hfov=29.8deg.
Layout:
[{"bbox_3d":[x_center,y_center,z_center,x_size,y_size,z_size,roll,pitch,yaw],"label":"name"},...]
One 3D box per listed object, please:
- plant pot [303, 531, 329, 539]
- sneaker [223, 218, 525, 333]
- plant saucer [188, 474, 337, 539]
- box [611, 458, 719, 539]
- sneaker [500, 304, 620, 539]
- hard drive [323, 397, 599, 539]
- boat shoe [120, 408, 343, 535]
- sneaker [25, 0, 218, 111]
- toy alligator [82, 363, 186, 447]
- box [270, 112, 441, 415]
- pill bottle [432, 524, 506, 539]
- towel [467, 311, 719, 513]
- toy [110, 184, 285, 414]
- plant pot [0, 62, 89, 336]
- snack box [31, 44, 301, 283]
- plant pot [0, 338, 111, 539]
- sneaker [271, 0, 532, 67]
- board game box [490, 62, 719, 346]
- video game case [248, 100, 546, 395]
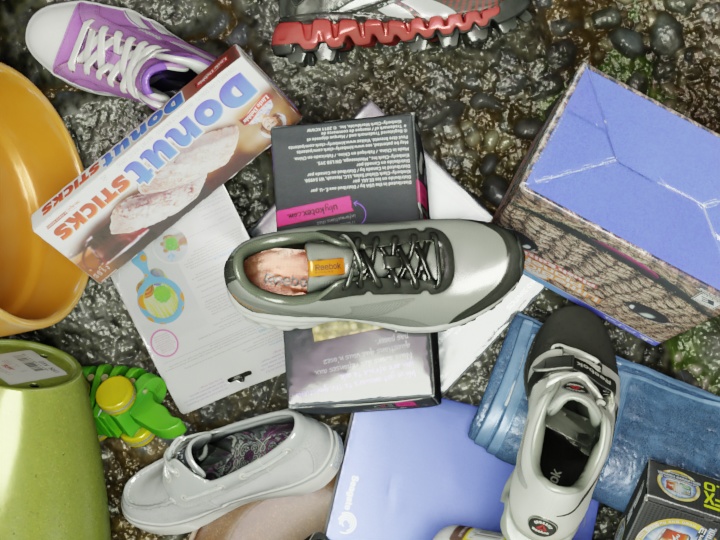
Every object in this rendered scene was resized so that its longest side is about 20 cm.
[{"bbox_3d":[-0.066,0.347,0.971,0.177,0.200,0.200,-33,99,27],"label":"plant pot"},{"bbox_3d":[0.007,0.003,0.877,0.199,0.079,0.074,-5,80,4],"label":"sneaker"},{"bbox_3d":[-0.040,0.246,1.071,0.200,0.037,0.201,0,93,5],"label":"plant saucer"},{"bbox_3d":[0.254,0.247,0.998,0.160,0.044,0.200,18,123,3],"label":"box"},{"bbox_3d":[0.150,0.094,0.942,0.074,0.089,0.200,15,52,1],"label":"sneaker"},{"bbox_3d":[0.081,0.171,1.038,0.199,0.025,0.132,14,81,-3],"label":"hard drive"},{"bbox_3d":[-0.111,0.149,1.025,0.200,0.069,0.072,-13,50,30],"label":"boat shoe"},{"bbox_3d":[-0.171,-0.159,1.024,0.200,0.114,0.073,19,96,5],"label":"sneaker"},{"bbox_3d":[-0.221,0.098,1.072,0.199,0.059,0.054,3,53,22],"label":"toy alligator"},{"bbox_3d":[0.000,0.000,0.980,0.106,0.122,0.201,-4,82,5],"label":"box"},{"bbox_3d":[0.142,0.246,0.938,0.199,0.109,0.110,7,93,19],"label":"pill bottle"},{"bbox_3d":[0.188,0.119,1.021,0.200,0.049,0.112,23,68,1],"label":"towel"},{"bbox_3d":[-0.130,-0.001,1.056,0.115,0.047,0.200,-23,104,14],"label":"toy"},{"bbox_3d":[-0.331,-0.039,1.015,0.183,0.200,0.201,-12,92,21],"label":"plant pot"},{"bbox_3d":[-0.142,-0.075,0.985,0.200,0.024,0.072,-38,127,11],"label":"snack box"},{"bbox_3d":[-0.262,0.159,0.990,0.187,0.187,0.201,12,106,4],"label":"plant pot"},{"bbox_3d":[0.028,-0.211,1.026,0.200,0.071,0.098,-4,95,6],"label":"sneaker"},{"bbox_3d":[0.184,-0.038,0.949,0.159,0.200,0.097,29,79,3],"label":"board game box"},{"bbox_3d":[0.032,-0.013,1.062,0.200,0.019,0.143,43,95,1],"label":"video game case"}]
